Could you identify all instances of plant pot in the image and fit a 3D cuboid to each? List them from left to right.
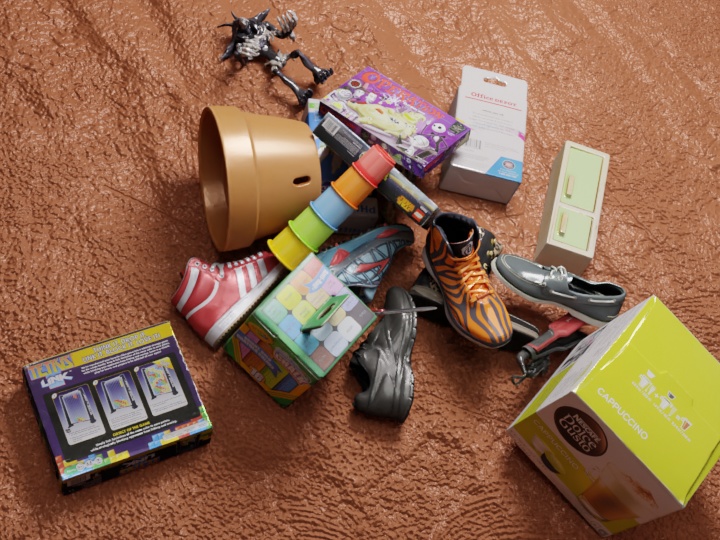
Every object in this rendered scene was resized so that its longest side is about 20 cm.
[{"bbox_3d":[-0.139,-0.133,1.620,0.139,0.200,0.201,-7,62,-19],"label":"plant pot"}]

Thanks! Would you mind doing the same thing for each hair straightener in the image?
[{"bbox_3d":[0.267,0.120,1.638,0.041,0.077,0.200,21,30,28],"label":"hair straightener"}]

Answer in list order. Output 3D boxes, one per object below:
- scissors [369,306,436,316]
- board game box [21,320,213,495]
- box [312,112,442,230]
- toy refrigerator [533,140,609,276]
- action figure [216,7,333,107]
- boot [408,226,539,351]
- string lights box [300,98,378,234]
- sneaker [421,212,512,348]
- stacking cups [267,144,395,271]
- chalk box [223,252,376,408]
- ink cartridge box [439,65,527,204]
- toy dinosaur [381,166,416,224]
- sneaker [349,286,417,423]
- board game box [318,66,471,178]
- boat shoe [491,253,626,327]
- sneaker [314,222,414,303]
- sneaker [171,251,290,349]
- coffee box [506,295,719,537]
[{"bbox_3d":[0.015,0.060,1.567,0.073,0.199,0.014,-10,95,-36],"label":"scissors"},{"bbox_3d":[-0.311,0.173,1.488,0.199,0.057,0.166,-17,64,-21],"label":"board game box"},{"bbox_3d":[0.026,-0.136,1.634,0.200,0.137,0.040,41,95,6],"label":"box"},{"bbox_3d":[0.326,-0.097,1.787,0.075,0.070,0.201,19,59,-3],"label":"toy refrigerator"},{"bbox_3d":[-0.138,-0.347,1.802,0.200,0.102,0.119,39,71,8],"label":"action figure"},{"bbox_3d":[0.178,0.022,1.685,0.199,0.073,0.151,20,58,4],"label":"boot"},{"bbox_3d":[-0.033,-0.154,1.739,0.102,0.059,0.201,4,60,-14],"label":"string lights box"},{"bbox_3d":[0.144,0.007,1.582,0.077,0.112,0.200,-25,63,-17],"label":"sneaker"},{"bbox_3d":[-0.034,-0.084,1.557,0.200,0.060,0.061,-43,74,8],"label":"stacking cups"},{"bbox_3d":[-0.075,0.073,1.505,0.124,0.200,0.125,44,60,0],"label":"chalk box"},{"bbox_3d":[0.195,-0.214,1.822,0.114,0.068,0.201,13,59,-7],"label":"ink cartridge box"},{"bbox_3d":[0.066,-0.152,1.752,0.047,0.088,0.200,14,52,29],"label":"toy dinosaur"},{"bbox_3d":[0.031,0.109,1.599,0.090,0.076,0.201,7,58,-4],"label":"sneaker"},{"bbox_3d":[0.050,-0.223,1.726,0.199,0.032,0.120,34,48,21],"label":"board game box"},{"bbox_3d":[0.284,0.014,1.655,0.199,0.062,0.073,24,39,-6],"label":"boat shoe"},{"bbox_3d":[0.000,0.000,1.660,0.199,0.079,0.096,-24,87,-26],"label":"sneaker"},{"bbox_3d":[-0.173,0.003,1.609,0.112,0.071,0.200,40,62,7],"label":"sneaker"},{"bbox_3d":[0.354,0.194,1.534,0.200,0.198,0.200,46,60,3],"label":"coffee box"}]
